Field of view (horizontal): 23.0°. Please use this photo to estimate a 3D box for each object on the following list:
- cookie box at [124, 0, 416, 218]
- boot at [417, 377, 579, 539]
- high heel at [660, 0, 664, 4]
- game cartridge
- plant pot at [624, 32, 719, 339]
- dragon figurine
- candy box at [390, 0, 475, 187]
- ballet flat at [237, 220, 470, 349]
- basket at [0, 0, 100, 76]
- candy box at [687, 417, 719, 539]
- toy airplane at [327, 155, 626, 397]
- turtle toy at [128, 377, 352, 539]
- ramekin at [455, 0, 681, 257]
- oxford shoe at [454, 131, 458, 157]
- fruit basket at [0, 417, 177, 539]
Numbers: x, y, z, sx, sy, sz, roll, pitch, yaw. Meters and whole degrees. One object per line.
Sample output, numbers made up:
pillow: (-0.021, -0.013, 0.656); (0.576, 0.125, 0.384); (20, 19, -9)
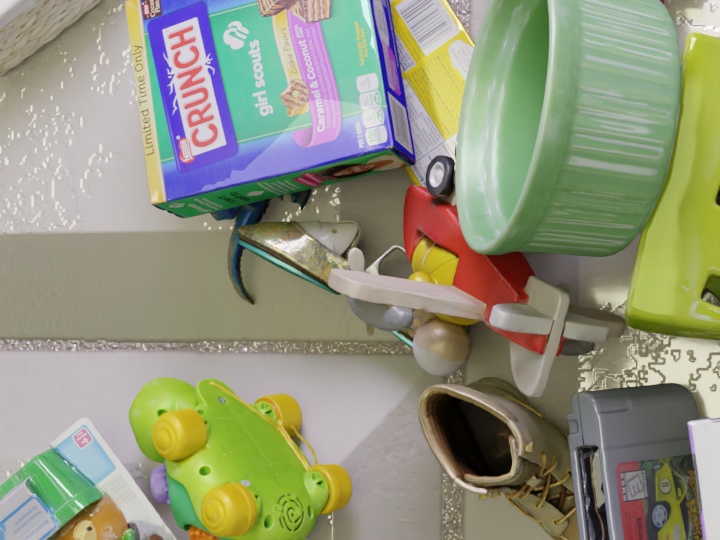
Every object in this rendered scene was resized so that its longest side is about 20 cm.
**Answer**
cookie box: (-0.072, -0.146, 1.373); (0.198, 0.075, 0.173); (-13, 77, 15)
boot: (0.132, 0.155, 1.299); (0.073, 0.155, 0.200); (-46, 74, 9)
high heel: (0.190, -0.190, 1.293); (0.067, 0.096, 0.201); (-17, 45, 54)
game cartridge: (0.211, 0.184, 1.286); (0.041, 0.132, 0.202); (-11, 84, 42)
plant pot: (0.294, -0.039, 1.245); (0.180, 0.200, 0.201); (12, 89, 9)
dragon figurine: (-0.075, -0.079, 1.434); (0.098, 0.059, 0.202); (-8, 82, 17)
candy box: (0.060, -0.138, 1.412); (0.102, 0.026, 0.201); (-34, 77, 13)
ballet flat: (0.000, 0.000, 1.391); (0.199, 0.071, 0.071); (31, 95, 3)
basket: (-0.290, -0.268, 1.484); (0.199, 0.123, 0.136); (-36, 77, 13)
candy box: (0.280, 0.184, 1.226); (0.071, 0.200, 0.170); (-8, 83, 15)
toy airplane: (0.088, 0.027, 1.291); (0.199, 0.199, 0.142); (32, 118, 6)
turtle toy: (-0.110, 0.155, 1.397); (0.200, 0.145, 0.101); (52, 124, 27)
ramekin: (0.139, -0.104, 1.195); (0.097, 0.200, 0.202); (8, 88, -13)
oxford shoe: (0.158, -0.141, 1.347); (0.199, 0.071, 0.071); (-38, 76, -6)
fruit basket: (-0.236, 0.253, 1.445); (0.185, 0.094, 0.201); (-38, 79, 11)
